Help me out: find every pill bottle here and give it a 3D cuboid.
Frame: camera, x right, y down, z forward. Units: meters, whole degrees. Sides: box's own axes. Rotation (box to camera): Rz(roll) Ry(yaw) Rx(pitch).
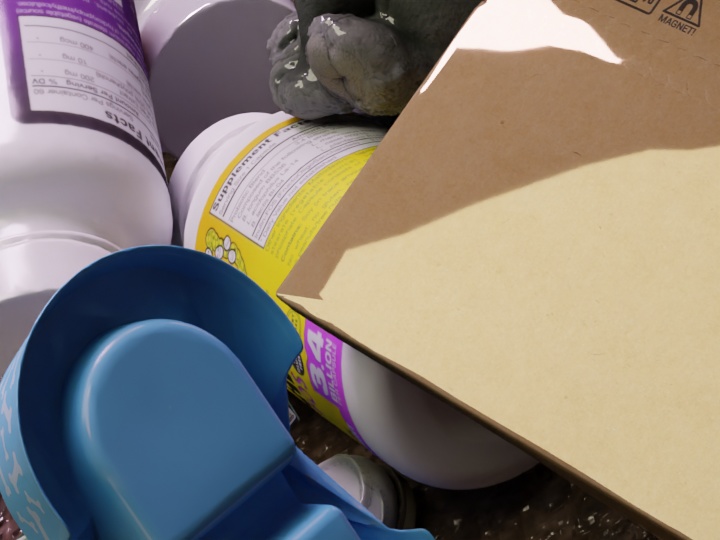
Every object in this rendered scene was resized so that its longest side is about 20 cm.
[{"bbox_3d":[0.000,0.000,0.908,0.104,0.104,0.200,-51,32,-5],"label":"pill bottle"},{"bbox_3d":[-0.085,-0.121,1.124,0.112,0.112,0.200,-46,33,3],"label":"pill bottle"},{"bbox_3d":[-0.133,-0.043,0.961,0.111,0.111,0.201,-32,48,23],"label":"pill bottle"}]

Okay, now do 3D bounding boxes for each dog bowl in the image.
[{"bbox_3d":[-0.045,0.090,0.803,0.111,0.201,0.049,-38,6,-36],"label":"dog bowl"}]

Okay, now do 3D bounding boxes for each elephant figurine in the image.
[{"bbox_3d":[-0.008,-0.165,0.881,0.155,0.201,0.141,-33,23,-25],"label":"elephant figurine"}]

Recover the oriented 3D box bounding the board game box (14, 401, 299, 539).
[{"bbox_3d":[-0.107,0.101,0.912,0.105,0.024,0.200,-40,4,-35],"label":"board game box"}]

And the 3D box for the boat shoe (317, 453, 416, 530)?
[{"bbox_3d":[-0.066,0.136,0.878,0.200,0.068,0.075,-46,31,3],"label":"boat shoe"}]

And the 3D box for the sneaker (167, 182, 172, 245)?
[{"bbox_3d":[-0.092,0.005,1.037,0.200,0.075,0.090,24,80,55],"label":"sneaker"}]

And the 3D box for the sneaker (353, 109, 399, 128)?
[{"bbox_3d":[0.066,-0.080,0.943,0.199,0.072,0.083,11,63,53],"label":"sneaker"}]

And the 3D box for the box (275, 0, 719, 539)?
[{"bbox_3d":[0.090,-0.014,0.755,0.199,0.021,0.164,30,80,35],"label":"box"}]
